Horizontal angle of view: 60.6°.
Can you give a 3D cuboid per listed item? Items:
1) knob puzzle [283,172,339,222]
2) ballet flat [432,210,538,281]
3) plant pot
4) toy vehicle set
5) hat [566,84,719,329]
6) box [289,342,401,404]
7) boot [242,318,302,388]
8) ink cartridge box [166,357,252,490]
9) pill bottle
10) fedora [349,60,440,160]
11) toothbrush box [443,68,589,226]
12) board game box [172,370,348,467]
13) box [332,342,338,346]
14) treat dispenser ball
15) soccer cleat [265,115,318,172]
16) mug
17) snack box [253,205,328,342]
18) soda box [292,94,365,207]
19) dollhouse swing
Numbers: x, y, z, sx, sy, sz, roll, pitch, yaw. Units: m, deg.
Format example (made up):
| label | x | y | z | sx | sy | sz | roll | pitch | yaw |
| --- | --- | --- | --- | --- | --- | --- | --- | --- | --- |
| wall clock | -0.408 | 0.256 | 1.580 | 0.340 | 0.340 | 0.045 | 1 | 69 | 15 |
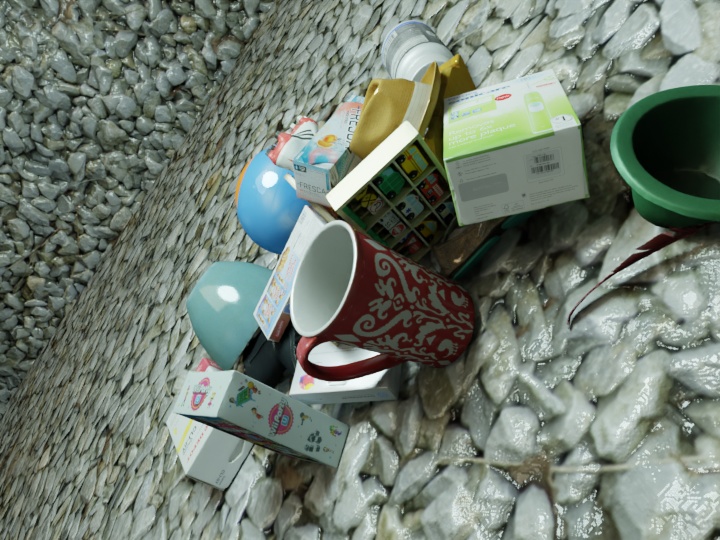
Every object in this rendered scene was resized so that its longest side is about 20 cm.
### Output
| label | x | y | z | sx | sy | sz | roll | pitch | yaw |
| --- | --- | --- | --- | --- | --- | --- | --- | --- | --- |
| knob puzzle | -0.043 | -0.094 | 0.983 | 0.031 | 0.219 | 0.220 | -46 | 31 | 4 |
| ballet flat | 0.164 | -0.070 | 0.770 | 0.200 | 0.068 | 0.068 | -43 | 72 | 24 |
| plant pot | -0.237 | 0.063 | 1.120 | 0.202 | 0.133 | 0.200 | -55 | 5 | 7 |
| toy vehicle set | 0.054 | -0.080 | 0.750 | 0.124 | 0.199 | 0.027 | -42 | 57 | 8 |
| hat | 0.310 | -0.057 | 0.605 | 0.195 | 0.178 | 0.169 | 2 | 53 | 13 |
| box | -0.010 | 0.086 | 0.878 | 0.153 | 0.041 | 0.204 | -9 | 51 | 25 |
| boot | -0.121 | 0.156 | 1.000 | 0.169 | 0.075 | 0.202 | -55 | 44 | 31 |
| ink cartridge box | -0.261 | 0.265 | 1.095 | 0.147 | 0.083 | 0.199 | -59 | 30 | -2 |
| pill bottle | 0.107 | -0.353 | 1.079 | 0.114 | 0.113 | 0.202 | -44 | 33 | 21 |
| fedora | 0.036 | -0.200 | 0.832 | 0.200 | 0.080 | 0.205 | -158 | 89 | -79 |
| toothbrush box | 0.175 | -0.150 | 0.725 | 0.142 | 0.088 | 0.201 | -11 | 30 | 16 |
| board game box | -0.136 | 0.204 | 0.850 | 0.146 | 0.198 | 0.066 | -12 | 52 | 51 |
| box | 0.000 | 0.000 | 0.860 | 0.064 | 0.070 | 0.201 | 33 | 77 | 38 |
| treat dispenser ball | -0.136 | -0.132 | 1.154 | 0.200 | 0.199 | 0.204 | -36 | 36 | 32 |
| soccer cleat | -0.091 | -0.197 | 1.002 | 0.069 | 0.084 | 0.201 | -53 | 6 | 22 |
| mug | 0.020 | 0.049 | 0.749 | 0.177 | 0.197 | 0.136 | -39 | 43 | 39 |
| snack box | -0.106 | 0.006 | 0.949 | 0.072 | 0.024 | 0.203 | 46 | 114 | 47 |
| soda box | -0.026 | -0.184 | 0.924 | 0.062 | 0.069 | 0.201 | 16 | 47 | 19 |
| dollhouse swing | 0.080 | -0.176 | 0.921 | 0.172 | 0.182 | 0.204 | 1 | 61 | 34 |
